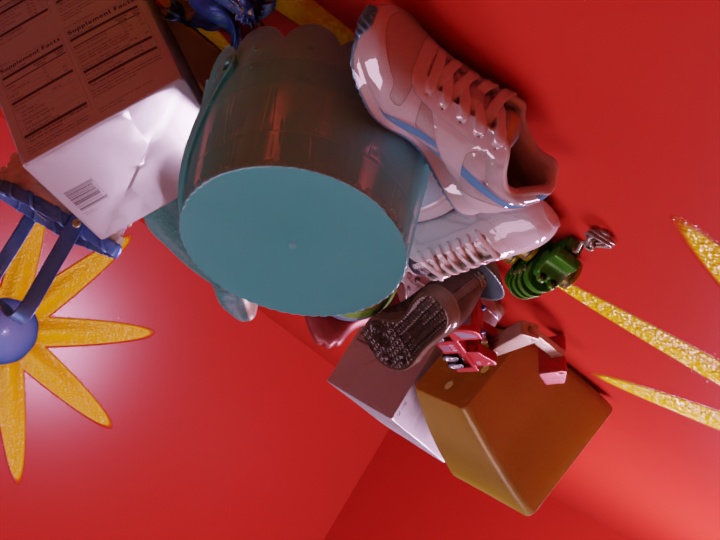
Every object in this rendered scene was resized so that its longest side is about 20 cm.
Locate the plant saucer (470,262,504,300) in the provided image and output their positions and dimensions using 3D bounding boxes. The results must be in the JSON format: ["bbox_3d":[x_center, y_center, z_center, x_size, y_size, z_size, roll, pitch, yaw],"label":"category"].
[{"bbox_3d":[0.082,-0.038,1.058,0.200,0.039,0.201,33,170,6],"label":"plant saucer"}]

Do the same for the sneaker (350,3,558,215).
[{"bbox_3d":[0.069,-0.116,0.675,0.080,0.077,0.200,-2,148,42],"label":"sneaker"}]

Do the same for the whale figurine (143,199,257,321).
[{"bbox_3d":[-0.161,-0.040,0.959,0.160,0.102,0.202,86,164,-61],"label":"whale figurine"}]

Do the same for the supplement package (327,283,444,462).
[{"bbox_3d":[0.090,0.159,1.507,0.146,0.193,0.200,25,167,39],"label":"supplement package"}]

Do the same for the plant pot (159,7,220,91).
[{"bbox_3d":[-0.232,-0.184,1.058,0.199,0.141,0.200,31,171,6],"label":"plant pot"}]

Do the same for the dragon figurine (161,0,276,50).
[{"bbox_3d":[-0.109,-0.211,0.779,0.099,0.059,0.200,33,168,2],"label":"dragon figurine"}]

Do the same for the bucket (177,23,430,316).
[{"bbox_3d":[-0.042,-0.069,0.745,0.204,0.136,0.208,7,143,5],"label":"bucket"}]

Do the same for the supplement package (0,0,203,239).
[{"bbox_3d":[-0.232,-0.170,0.859,0.202,0.149,0.152,61,179,24],"label":"supplement package"}]

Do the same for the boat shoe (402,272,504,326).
[{"bbox_3d":[0.089,0.029,1.255,0.198,0.070,0.071,29,170,23],"label":"boat shoe"}]

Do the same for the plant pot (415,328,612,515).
[{"bbox_3d":[0.197,0.190,1.366,0.177,0.200,0.199,49,164,-24],"label":"plant pot"}]

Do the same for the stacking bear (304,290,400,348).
[{"bbox_3d":[0.000,0.000,1.081,0.115,0.120,0.200,66,163,11],"label":"stacking bear"}]

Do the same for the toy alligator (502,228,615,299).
[{"bbox_3d":[0.174,-0.001,0.894,0.059,0.055,0.200,34,170,-7],"label":"toy alligator"}]

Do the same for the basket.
[{"bbox_3d":[-0.323,-0.048,0.994,0.139,0.201,0.176,39,169,-33],"label":"basket"}]

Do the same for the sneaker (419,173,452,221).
[{"bbox_3d":[0.004,-0.078,0.899,0.198,0.075,0.082,-21,134,39],"label":"sneaker"}]

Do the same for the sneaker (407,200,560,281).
[{"bbox_3d":[0.094,-0.027,0.876,0.199,0.081,0.077,-7,130,50],"label":"sneaker"}]

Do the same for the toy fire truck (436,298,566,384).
[{"bbox_3d":[0.168,0.084,1.147,0.139,0.049,0.200,-5,153,20],"label":"toy fire truck"}]

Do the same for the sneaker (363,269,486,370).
[{"bbox_3d":[0.073,0.054,1.046,0.071,0.075,0.200,59,151,2],"label":"sneaker"}]
